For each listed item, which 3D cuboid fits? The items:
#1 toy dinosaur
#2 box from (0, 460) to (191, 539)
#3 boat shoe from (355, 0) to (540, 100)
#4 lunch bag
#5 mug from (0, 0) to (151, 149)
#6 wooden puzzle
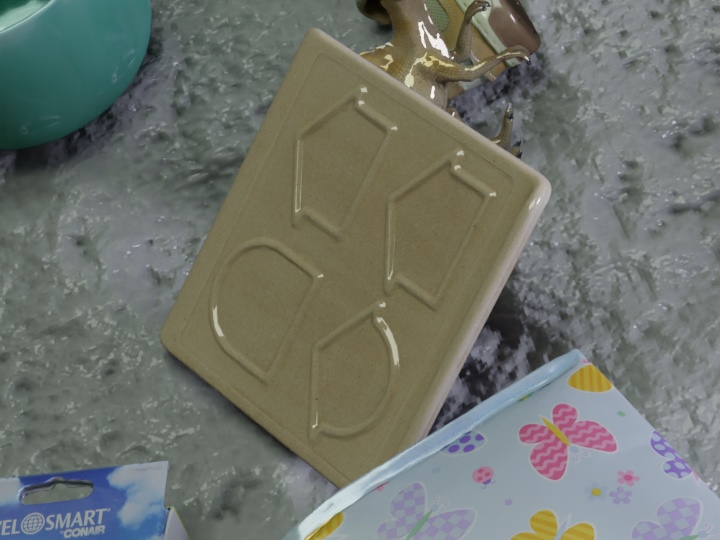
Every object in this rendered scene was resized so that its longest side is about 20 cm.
[{"bbox_3d":[0.032,-0.073,1.428,0.101,0.201,0.058,6,7,-5],"label":"toy dinosaur"},{"bbox_3d":[-0.149,0.191,1.301,0.122,0.048,0.200,-7,51,14],"label":"box"},{"bbox_3d":[0.027,-0.171,1.517,0.076,0.072,0.200,-38,43,12],"label":"boat shoe"},{"bbox_3d":[0.066,0.160,1.197,0.200,0.127,0.170,-30,50,-17],"label":"lunch bag"},{"bbox_3d":[-0.182,-0.152,1.545,0.185,0.115,0.152,-29,48,-5],"label":"mug"},{"bbox_3d":[0.000,0.000,1.360,0.200,0.046,0.186,37,105,42],"label":"wooden puzzle"}]
